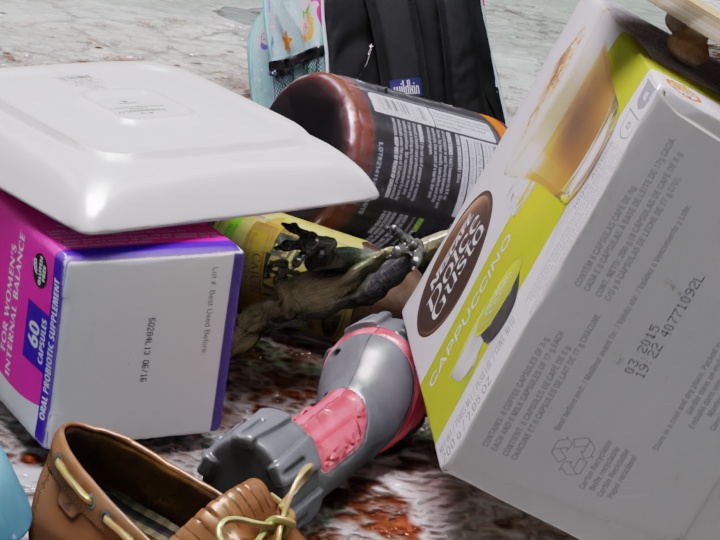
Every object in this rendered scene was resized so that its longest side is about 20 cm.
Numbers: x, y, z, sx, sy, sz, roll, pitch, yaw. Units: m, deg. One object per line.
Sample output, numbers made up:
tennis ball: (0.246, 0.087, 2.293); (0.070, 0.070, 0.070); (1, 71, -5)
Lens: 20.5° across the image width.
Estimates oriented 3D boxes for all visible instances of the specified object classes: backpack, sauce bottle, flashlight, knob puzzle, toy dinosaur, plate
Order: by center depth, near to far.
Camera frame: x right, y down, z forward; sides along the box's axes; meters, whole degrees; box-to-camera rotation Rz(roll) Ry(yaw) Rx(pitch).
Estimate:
knob puzzle: (0.192, -0.091, 0.916); (0.218, 0.031, 0.220); (28, 15, -8)
flashlight: (-0.017, 0.074, 0.983); (0.068, 0.068, 0.200); (49, 24, 7)
plate: (-0.121, -0.074, 1.058); (0.198, 0.033, 0.199); (-10, 27, -42)
toy dinosaur: (0.000, 0.000, 1.085); (0.198, 0.048, 0.088); (-17, -19, 1)
sauce bottle: (-0.011, 0.010, 1.168); (0.199, 0.065, 0.065); (17, 22, 24)
backpack: (0.008, -0.156, 1.425); (0.177, 0.202, 0.150); (-11, 8, -40)

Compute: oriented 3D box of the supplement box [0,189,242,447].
supplement box: (-0.156, 0.001, 1.054); (0.103, 0.102, 0.200); (-3, 23, -31)

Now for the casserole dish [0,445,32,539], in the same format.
casserole dish: (-0.224, 0.081, 0.892); (0.120, 0.039, 0.200); (-15, 28, -24)

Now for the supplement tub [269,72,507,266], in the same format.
supplement tub: (0.036, -0.057, 1.279); (0.199, 0.108, 0.107); (12, 14, -40)

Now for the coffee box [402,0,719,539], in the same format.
coffee box: (0.157, 0.015, 0.957); (0.199, 0.201, 0.198); (26, 17, -13)

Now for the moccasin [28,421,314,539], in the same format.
moccasin: (-0.055, 0.118, 0.843); (0.200, 0.078, 0.073); (24, 26, 35)
